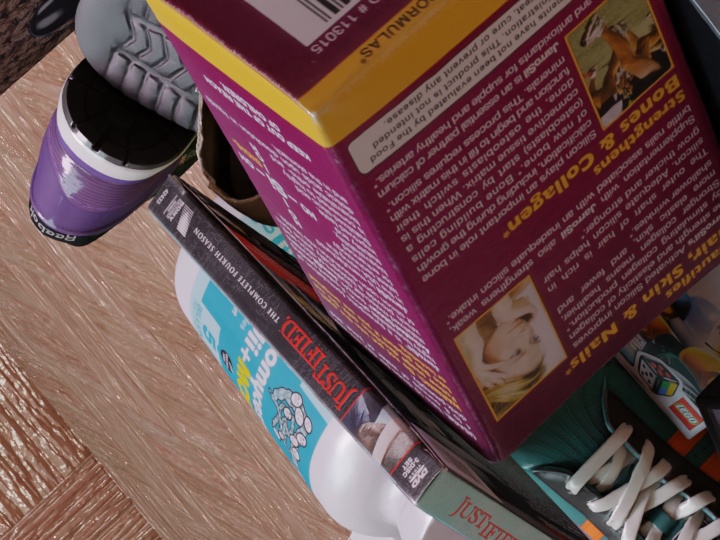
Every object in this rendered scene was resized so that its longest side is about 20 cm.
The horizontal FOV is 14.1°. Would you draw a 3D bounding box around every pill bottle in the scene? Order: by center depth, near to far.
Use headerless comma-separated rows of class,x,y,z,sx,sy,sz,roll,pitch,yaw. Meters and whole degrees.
pill bottle,0.005,0.046,1.354,0.200,0.111,0.111,51,172,34

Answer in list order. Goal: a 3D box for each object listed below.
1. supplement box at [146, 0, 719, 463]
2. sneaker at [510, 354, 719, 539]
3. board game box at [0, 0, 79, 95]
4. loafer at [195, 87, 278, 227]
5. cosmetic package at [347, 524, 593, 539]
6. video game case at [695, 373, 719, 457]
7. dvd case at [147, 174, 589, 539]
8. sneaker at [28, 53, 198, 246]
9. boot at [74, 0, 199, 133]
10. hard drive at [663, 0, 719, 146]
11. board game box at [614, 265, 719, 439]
supplement box,0.035,-0.053,0.991,0.103,0.131,0.200,38,164,41
sneaker,0.133,0.101,1.199,0.200,0.071,0.080,37,-167,-27
board game box,-0.156,-0.177,1.260,0.097,0.200,0.159,43,167,18
loafer,-0.025,-0.109,1.139,0.076,0.200,0.068,6,-166,19
cosmetic package,0.091,0.174,1.410,0.200,0.085,0.108,44,159,14
video game case,0.235,0.120,1.084,0.200,0.025,0.181,0,123,48
dvd case,0.011,0.049,1.125,0.200,0.022,0.146,44,-174,41
sneaker,-0.087,-0.084,1.313,0.076,0.200,0.088,41,135,5
boot,-0.006,-0.094,1.257,0.200,0.138,0.077,38,132,-1
hard drive,0.112,-0.094,1.004,0.200,0.042,0.135,50,167,-15
board game box,0.100,-0.036,1.138,0.200,0.035,0.126,48,148,2
